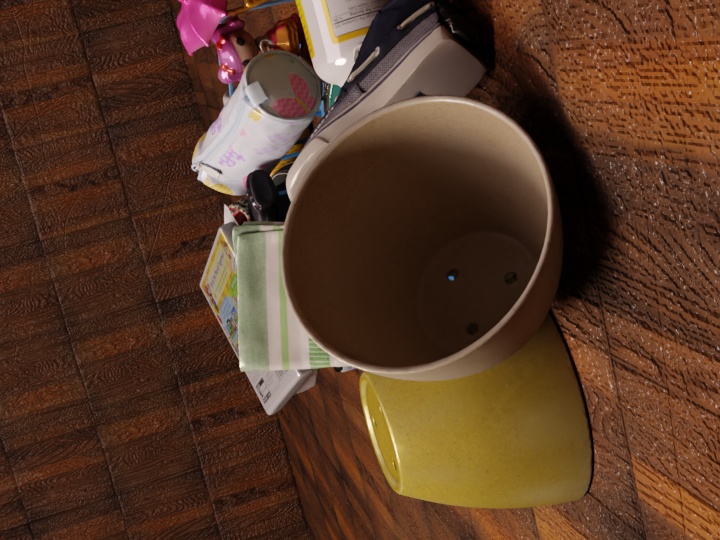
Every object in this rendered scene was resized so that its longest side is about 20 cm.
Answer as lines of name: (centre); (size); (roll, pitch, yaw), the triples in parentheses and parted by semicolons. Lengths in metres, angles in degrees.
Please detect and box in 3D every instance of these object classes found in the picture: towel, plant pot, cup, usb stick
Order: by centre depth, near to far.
cup: (0.064, -0.004, 0.839); (0.143, 0.200, 0.201); (38, -155, -56)
plant pot: (0.081, 0.112, 0.960); (0.200, 0.141, 0.201); (164, 90, -79)
towel: (-0.028, 0.023, 1.177); (0.023, 0.199, 0.153); (-5, -87, -82)
usb stick: (-0.105, -0.053, 1.300); (0.200, 0.032, 0.056); (96, 158, -71)

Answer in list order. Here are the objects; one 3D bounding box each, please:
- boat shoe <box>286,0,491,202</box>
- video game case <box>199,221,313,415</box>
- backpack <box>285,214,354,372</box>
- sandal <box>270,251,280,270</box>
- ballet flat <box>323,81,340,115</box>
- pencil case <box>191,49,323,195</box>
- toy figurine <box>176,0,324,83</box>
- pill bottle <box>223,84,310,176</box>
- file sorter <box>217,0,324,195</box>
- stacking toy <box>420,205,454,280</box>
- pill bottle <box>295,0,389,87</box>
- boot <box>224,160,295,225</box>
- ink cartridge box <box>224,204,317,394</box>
boat shoe: (0.013, -0.137, 0.918); (0.075, 0.200, 0.093); (32, -152, -39)
video game case: (-0.120, 0.059, 1.306); (0.182, 0.023, 0.200); (61, 159, 10)
backpack: (-0.013, 0.014, 1.342); (0.167, 0.126, 0.201); (-86, -20, -88)
sandal: (0.000, 0.000, 1.220); (0.200, 0.087, 0.079); (31, -177, -2)
ballet flat: (-0.004, -0.220, 1.136); (0.200, 0.068, 0.069); (95, 167, -47)
pencil case: (-0.112, -0.151, 1.221); (0.200, 0.090, 0.083); (-39, 62, 58)
toy figurine: (-0.098, -0.257, 1.223); (0.150, 0.183, 0.201); (-127, 23, -62)
pill bottle: (-0.121, -0.165, 1.657); (0.111, 0.111, 0.201); (-130, 26, -65)
file sorter: (-0.088, -0.208, 1.406); (0.139, 0.122, 0.201); (101, 151, -68)
stacking toy: (0.048, -0.073, 1.015); (0.110, 0.116, 0.200); (51, -160, -29)
pill bottle: (-0.002, -0.228, 0.991); (0.104, 0.104, 0.201); (180, 75, -79)
boot: (-0.112, -0.087, 1.501); (0.203, 0.153, 0.074); (23, 126, 57)
ink cartridge box: (-0.101, 0.033, 1.325); (0.163, 0.057, 0.200); (55, 152, 24)
